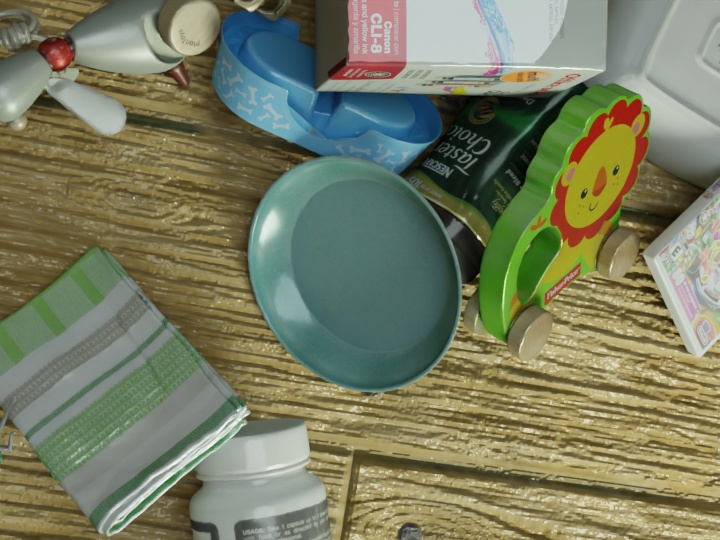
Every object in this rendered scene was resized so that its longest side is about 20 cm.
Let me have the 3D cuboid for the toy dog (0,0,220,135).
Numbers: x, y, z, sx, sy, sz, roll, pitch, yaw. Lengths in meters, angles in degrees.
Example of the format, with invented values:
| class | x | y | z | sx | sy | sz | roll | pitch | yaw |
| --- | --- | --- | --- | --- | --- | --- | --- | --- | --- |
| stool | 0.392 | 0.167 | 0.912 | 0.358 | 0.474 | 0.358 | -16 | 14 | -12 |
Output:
| class | x | y | z | sx | sy | sz | roll | pitch | yaw |
| --- | --- | --- | --- | --- | --- | --- | --- | --- | --- |
| toy dog | -0.205 | -0.161 | 1.159 | 0.199 | 0.132 | 0.097 | -19 | 129 | -7 |

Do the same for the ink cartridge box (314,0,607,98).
| class | x | y | z | sx | sy | sz | roll | pitch | yaw |
| --- | --- | --- | --- | --- | --- | --- | --- | --- | --- |
| ink cartridge box | 0.073 | -0.212 | 1.103 | 0.199 | 0.145 | 0.145 | -1 | 89 | -11 |

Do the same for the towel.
| class | x | y | z | sx | sy | sz | roll | pitch | yaw |
| --- | --- | --- | --- | --- | --- | --- | --- | --- | --- |
| towel | -0.203 | 0.089 | 1.143 | 0.149 | 0.031 | 0.200 | -39 | 69 | -13 |

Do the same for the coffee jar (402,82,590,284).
| class | x | y | z | sx | sy | sz | roll | pitch | yaw |
| --- | --- | --- | --- | --- | --- | --- | --- | --- | --- |
| coffee jar | 0.107 | -0.087 | 1.228 | 0.200 | 0.104 | 0.085 | -52 | 136 | -9 |

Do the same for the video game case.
| class | x | y | z | sx | sy | sz | roll | pitch | yaw |
| --- | --- | --- | --- | --- | --- | --- | --- | --- | --- |
| video game case | 0.346 | -0.034 | 1.300 | 0.200 | 0.018 | 0.143 | -43 | 131 | -11 |

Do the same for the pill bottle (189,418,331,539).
| class | x | y | z | sx | sy | sz | roll | pitch | yaw |
| --- | --- | --- | --- | --- | --- | --- | --- | --- | --- |
| pill bottle | -0.078 | 0.227 | 1.179 | 0.113 | 0.113 | 0.201 | -7 | 92 | -14 |

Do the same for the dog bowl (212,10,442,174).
| class | x | y | z | sx | sy | sz | roll | pitch | yaw |
| --- | --- | --- | --- | --- | --- | --- | --- | --- | --- |
| dog bowl | -0.032 | -0.142 | 1.198 | 0.199 | 0.112 | 0.050 | 24 | 125 | -14 |

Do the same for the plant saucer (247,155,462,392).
| class | x | y | z | sx | sy | sz | roll | pitch | yaw |
| --- | --- | --- | --- | --- | --- | --- | --- | --- | --- |
| plant saucer | 0.000 | 0.000 | 1.189 | 0.036 | 0.199 | 0.201 | -30 | 99 | -56 |

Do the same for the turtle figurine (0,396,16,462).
| class | x | y | z | sx | sy | sz | roll | pitch | yaw |
| --- | --- | --- | --- | --- | --- | --- | --- | --- | --- |
| turtle figurine | -0.349 | 0.130 | 1.120 | 0.150 | 0.100 | 0.201 | 27 | 86 | -49 |

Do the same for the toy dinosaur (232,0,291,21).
| class | x | y | z | sx | sy | sz | roll | pitch | yaw |
| --- | --- | --- | --- | --- | --- | --- | --- | --- | --- |
| toy dinosaur | -0.065 | -0.254 | 1.165 | 0.200 | 0.058 | 0.101 | 30 | 101 | -1 |

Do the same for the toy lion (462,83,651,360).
| class | x | y | z | sx | sy | sz | roll | pitch | yaw |
| --- | --- | --- | --- | --- | --- | --- | --- | --- | --- |
| toy lion | 0.169 | -0.051 | 1.196 | 0.200 | 0.069 | 0.192 | -39 | 143 | -30 |

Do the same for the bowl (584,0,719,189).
| class | x | y | z | sx | sy | sz | roll | pitch | yaw |
| --- | --- | --- | --- | --- | --- | --- | --- | --- | --- |
| bowl | 0.310 | -0.190 | 1.299 | 0.199 | 0.075 | 0.201 | 29 | 85 | -12 |
